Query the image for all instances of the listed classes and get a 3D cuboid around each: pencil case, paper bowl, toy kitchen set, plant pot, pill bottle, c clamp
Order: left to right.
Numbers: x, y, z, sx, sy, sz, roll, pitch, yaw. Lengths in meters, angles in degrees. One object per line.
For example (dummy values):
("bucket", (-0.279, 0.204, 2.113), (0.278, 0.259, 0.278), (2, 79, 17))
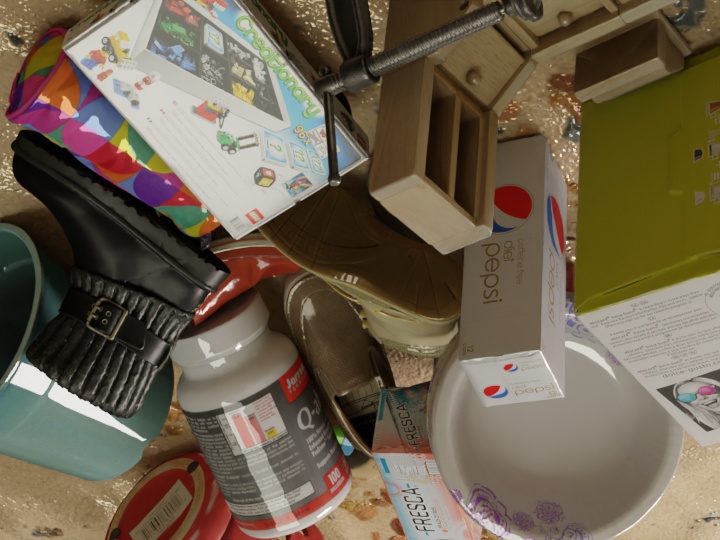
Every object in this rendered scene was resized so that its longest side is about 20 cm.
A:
("plant pot", (-0.284, 0.088, 1.347), (0.200, 0.201, 0.196), (-20, 145, 32))
("pencil case", (-0.175, -0.099, 1.147), (0.088, 0.089, 0.200), (-25, 132, 36))
("plant pot", (-0.163, 0.305, 1.611), (0.200, 0.201, 0.183), (-21, 127, 34))
("pill bottle", (-0.094, 0.125, 1.332), (0.115, 0.116, 0.201), (-14, 110, 27))
("c clamp", (0.045, -0.168, 0.955), (0.199, 0.172, 0.027), (-25, 156, 30))
("paper bowl", (0.152, 0.116, 1.208), (0.199, 0.202, 0.104), (10, -176, -3))
("toy kitchen set", (0.139, -0.112, 0.989), (0.199, 0.181, 0.163), (-22, 136, 35))

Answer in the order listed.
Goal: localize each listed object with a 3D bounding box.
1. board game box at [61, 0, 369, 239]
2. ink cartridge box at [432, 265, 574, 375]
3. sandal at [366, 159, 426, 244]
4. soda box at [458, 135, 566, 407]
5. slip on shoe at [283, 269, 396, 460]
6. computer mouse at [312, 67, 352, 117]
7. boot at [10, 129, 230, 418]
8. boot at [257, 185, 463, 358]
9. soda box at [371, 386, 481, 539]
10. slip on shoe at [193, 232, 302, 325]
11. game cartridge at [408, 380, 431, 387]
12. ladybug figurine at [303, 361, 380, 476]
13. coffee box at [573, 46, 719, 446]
("board game box", (-0.100, -0.126, 1.080), (0.126, 0.035, 0.200), (-30, 121, 18))
("ink cartridge box", (0.145, 0.082, 1.351), (0.199, 0.068, 0.116), (-26, 132, 35))
("sandal", (0.046, -0.073, 1.163), (0.080, 0.054, 0.200), (8, 150, -1))
("soda box", (0.117, -0.002, 1.127), (0.063, 0.201, 0.068), (-9, 142, 20))
("slip on shoe", (-0.011, 0.086, 1.338), (0.076, 0.061, 0.201), (-20, 117, -3))
("computer mouse", (-0.089, -0.157, 1.101), (0.200, 0.034, 0.059), (35, 121, -23))
("boot", (-0.226, 0.005, 1.201), (0.211, 0.079, 0.158), (39, 97, -5))
("boot", (0.000, 0.000, 1.255), (0.199, 0.073, 0.156), (27, 166, 11))
("soda box", (0.062, 0.182, 1.328), (0.063, 0.069, 0.200), (0, 143, 15))
("slip on shoe", (-0.136, 0.016, 1.280), (0.199, 0.061, 0.074), (-15, 161, -6))
("game cartridge", (0.139, 0.136, 1.337), (0.199, 0.041, 0.133), (-6, 146, 19))
("ladybug figurine", (-0.034, 0.140, 1.458), (0.199, 0.072, 0.136), (19, 141, -14))
("coffee box", (0.285, -0.027, 1.063), (0.199, 0.201, 0.198), (-19, 136, 33))
